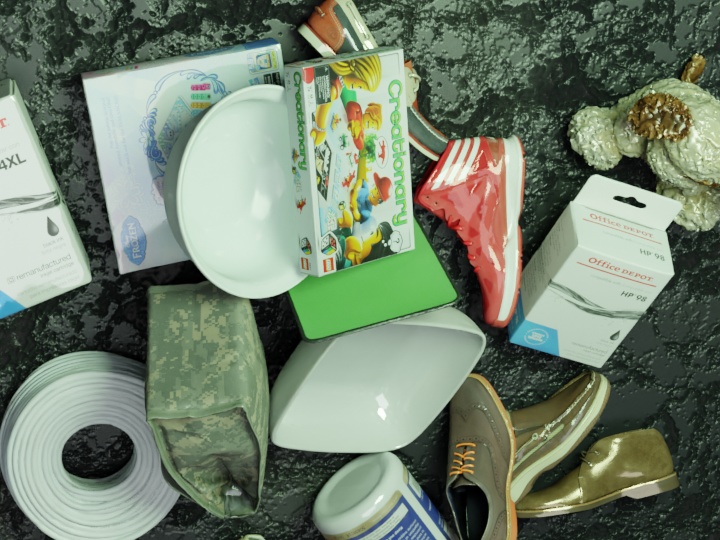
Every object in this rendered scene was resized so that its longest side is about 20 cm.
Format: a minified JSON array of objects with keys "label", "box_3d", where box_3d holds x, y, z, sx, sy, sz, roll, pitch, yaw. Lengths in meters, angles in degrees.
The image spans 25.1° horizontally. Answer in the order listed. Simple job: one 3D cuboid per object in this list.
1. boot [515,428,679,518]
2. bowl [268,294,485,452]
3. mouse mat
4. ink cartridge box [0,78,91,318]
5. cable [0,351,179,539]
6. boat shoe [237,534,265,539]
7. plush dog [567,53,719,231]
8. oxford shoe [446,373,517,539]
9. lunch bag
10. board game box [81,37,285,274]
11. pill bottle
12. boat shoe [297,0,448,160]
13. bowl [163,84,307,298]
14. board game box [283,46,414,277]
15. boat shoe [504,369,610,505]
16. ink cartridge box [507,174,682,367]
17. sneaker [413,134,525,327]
[{"label":"boot","box_3d":[0.255,0.229,1.811,0.198,0.074,0.076,-14,91,-12]},{"label":"bowl","box_3d":[0.008,0.098,1.662,0.198,0.075,0.201,7,131,-36]},{"label":"mouse mat","box_3d":[0.000,0.000,1.606,0.159,0.200,0.008,-15,123,-7]},{"label":"ink cartridge box","box_3d":[-0.364,-0.063,1.565,0.145,0.084,0.202,-22,111,-5]},{"label":"cable","box_3d":[-0.274,0.186,1.668,0.199,0.069,0.201,31,98,-19]},{"label":"boat shoe","box_3d":[-0.062,0.356,1.765,0.199,0.075,0.069,29,105,-18]},{"label":"plush dog","box_3d":[0.337,-0.135,1.652,0.199,0.172,0.161,32,98,-18]},{"label":"oxford shoe","box_3d":[0.124,0.206,1.720,0.071,0.072,0.202,-17,72,25]},{"label":"lunch bag","box_3d":[-0.145,0.131,1.597,0.116,0.165,0.201,-8,140,4]},{"label":"board game box","box_3d":[-0.164,-0.115,1.615,0.197,0.043,0.202,-12,109,-11]},{"label":"pill bottle","box_3d":[0.046,0.304,1.751,0.115,0.116,0.201,-36,110,0]},{"label":"boat shoe","box_3d":[0.024,-0.193,1.623,0.063,0.071,0.200,-45,106,1]},{"label":"bowl","box_3d":[-0.117,-0.080,1.548,0.200,0.090,0.204,-10,106,-39]},{"label":"board game box","box_3d":[-0.009,-0.106,1.555,0.125,0.034,0.202,-17,110,-38]},{"label":"boat shoe","box_3d":[0.186,0.179,1.769,0.075,0.075,0.203,40,95,-14]},{"label":"ink cartridge box","box_3d":[0.244,0.004,1.682,0.115,0.067,0.201,16,134,-16]},{"label":"sneaker","box_3d":[0.109,-0.042,1.693,0.114,0.078,0.203,2,94,-4]}]
